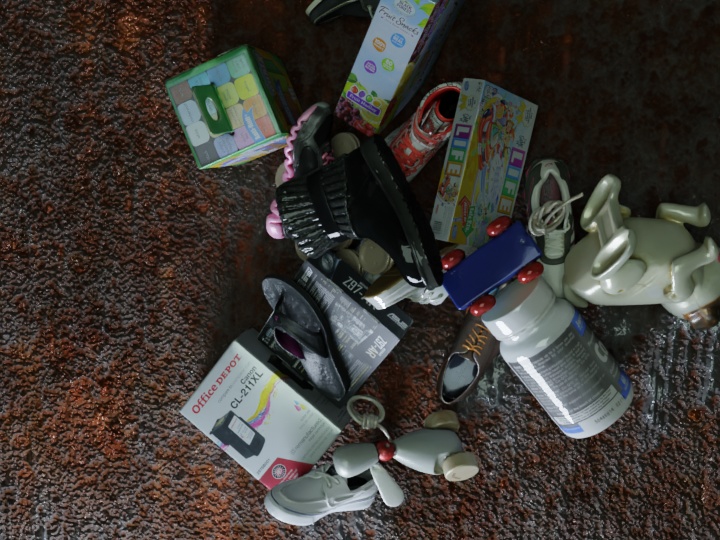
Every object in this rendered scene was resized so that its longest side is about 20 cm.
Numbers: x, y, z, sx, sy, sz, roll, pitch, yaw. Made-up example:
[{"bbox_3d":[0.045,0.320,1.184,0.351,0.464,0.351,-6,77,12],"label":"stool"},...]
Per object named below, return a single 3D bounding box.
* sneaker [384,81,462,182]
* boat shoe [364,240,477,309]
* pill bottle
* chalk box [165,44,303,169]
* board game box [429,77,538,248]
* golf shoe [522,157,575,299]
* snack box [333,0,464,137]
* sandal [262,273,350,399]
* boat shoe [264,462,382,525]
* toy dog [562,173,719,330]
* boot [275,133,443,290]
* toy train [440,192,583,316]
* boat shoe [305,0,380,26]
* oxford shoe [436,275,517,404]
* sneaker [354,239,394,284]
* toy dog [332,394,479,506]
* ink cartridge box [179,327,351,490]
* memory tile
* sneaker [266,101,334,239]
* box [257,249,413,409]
[{"bbox_3d":[0.070,-0.171,1.170,0.201,0.108,0.067,-43,88,14],"label":"sneaker"},{"bbox_3d":[0.091,0.013,1.161,0.071,0.200,0.070,-6,108,52],"label":"boat shoe"},{"bbox_3d":[0.253,0.108,1.152,0.114,0.114,0.200,-37,102,14],"label":"pill bottle"},{"bbox_3d":[-0.162,-0.212,1.163,0.123,0.200,0.125,-21,95,12],"label":"chalk box"},{"bbox_3d":[0.158,-0.130,1.136,0.034,0.134,0.201,16,95,40],"label":"board game box"},{"bbox_3d":[0.245,-0.046,1.165,0.077,0.088,0.201,-6,98,10],"label":"golf shoe"},{"bbox_3d":[0.059,-0.285,1.088,0.068,0.169,0.200,33,132,4],"label":"snack box"},{"bbox_3d":[-0.074,0.095,1.177,0.075,0.048,0.201,-9,117,41],"label":"sandal"},{"bbox_3d":[-0.046,0.294,1.224,0.074,0.200,0.066,40,114,32],"label":"boat shoe"},{"bbox_3d":[0.369,0.003,1.102,0.199,0.140,0.194,16,124,-12],"label":"toy dog"},{"bbox_3d":[-0.001,-0.045,1.090,0.158,0.079,0.212,-29,75,18],"label":"boot"},{"bbox_3d":[0.201,-0.025,1.107,0.200,0.116,0.085,-36,76,14],"label":"toy train"},{"bbox_3d":[0.024,-0.359,1.171,0.199,0.072,0.068,-17,92,11],"label":"boat shoe"},{"bbox_3d":[0.164,0.095,1.207,0.071,0.073,0.201,24,102,7],"label":"oxford shoe"},{"bbox_3d":[0.000,0.000,1.227,0.088,0.075,0.201,9,97,15],"label":"sneaker"},{"bbox_3d":[0.061,0.259,1.229,0.199,0.132,0.097,10,136,-2],"label":"toy dog"},{"bbox_3d":[-0.136,0.204,1.278,0.200,0.083,0.146,39,104,3],"label":"ink cartridge box"},{"bbox_3d":[-0.037,-0.075,1.210,0.153,0.017,0.201,-23,78,35],"label":"memory tile"},{"bbox_3d":[-0.055,-0.120,1.168,0.095,0.079,0.201,26,118,18],"label":"sneaker"},{"bbox_3d":[-0.039,0.081,1.210,0.160,0.044,0.200,39,136,4],"label":"box"}]
